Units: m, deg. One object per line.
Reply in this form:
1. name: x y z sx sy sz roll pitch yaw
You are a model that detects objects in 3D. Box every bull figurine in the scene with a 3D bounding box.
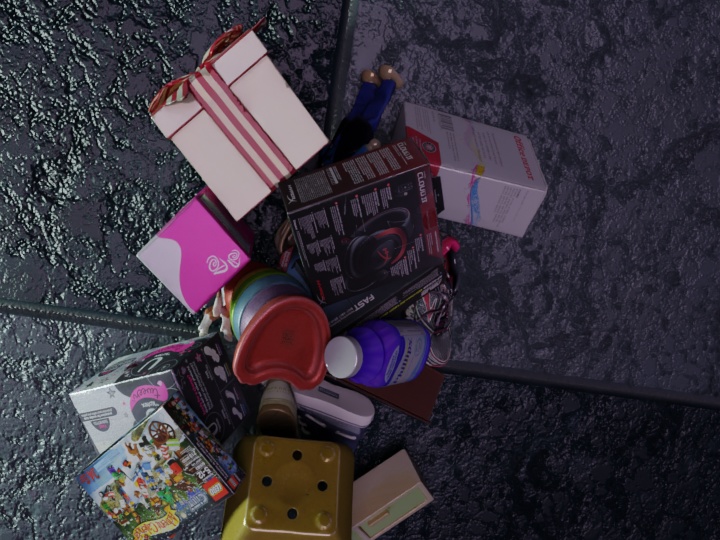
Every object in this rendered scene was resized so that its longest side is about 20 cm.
1. bull figurine: -0.135 0.086 0.954 0.197 0.123 0.065 34 139 -5

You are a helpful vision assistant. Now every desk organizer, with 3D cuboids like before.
1. desk organizer: 0.030 0.151 0.971 0.198 0.071 0.079 32 76 -33

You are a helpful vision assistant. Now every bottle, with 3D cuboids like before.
1. bottle: 0.024 0.105 0.837 0.064 0.198 0.086 23 97 28

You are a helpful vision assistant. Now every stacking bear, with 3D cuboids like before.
1. stacking bear: -0.122 0.050 0.841 0.118 0.199 0.117 12 104 -29

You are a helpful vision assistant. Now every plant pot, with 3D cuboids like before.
1. plant pot: -0.095 0.324 0.882 0.187 0.200 0.203 6 142 -6

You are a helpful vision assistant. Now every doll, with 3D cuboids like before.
1. doll: -0.014 -0.182 0.903 0.048 0.135 0.204 37 72 -34

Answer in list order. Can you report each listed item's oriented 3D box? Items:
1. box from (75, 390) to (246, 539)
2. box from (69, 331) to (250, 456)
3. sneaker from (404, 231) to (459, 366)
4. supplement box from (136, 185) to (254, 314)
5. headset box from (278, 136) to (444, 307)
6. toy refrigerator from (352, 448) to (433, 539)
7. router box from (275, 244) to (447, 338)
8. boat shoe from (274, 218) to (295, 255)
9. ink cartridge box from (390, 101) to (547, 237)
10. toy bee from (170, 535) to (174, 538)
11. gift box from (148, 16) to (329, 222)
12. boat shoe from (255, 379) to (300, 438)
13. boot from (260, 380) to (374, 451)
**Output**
1. box: -0.256 0.261 0.835 0.198 0.038 0.138 -38 95 25
2. box: -0.275 0.182 0.901 0.195 0.115 0.136 -15 104 25
3. sneaker: 0.110 0.045 0.972 0.079 0.074 0.207 -16 106 -39
4. supplement box: -0.208 -0.036 0.865 0.101 0.200 0.104 -41 103 3
5. headset box: 0.013 -0.060 0.810 0.194 0.076 0.152 -20 129 -5
6. toy refrigerator: 0.012 0.373 1.024 0.197 0.071 0.077 -32 136 0
7. router box: 0.000 0.000 0.908 0.197 0.063 0.151 -33 61 -13
8. boat shoe: -0.047 -0.095 0.944 0.071 0.065 0.202 37 94 -12
9. ink cartridge box: 0.142 -0.140 0.913 0.194 0.150 0.087 14 130 -10
10. toy bee: -0.296 0.324 0.944 0.129 0.195 0.113 20 69 -49
11. gift box: -0.150 -0.197 0.848 0.183 0.200 0.188 -40 102 -3
12. boat shoe: -0.120 0.222 0.961 0.070 0.065 0.203 2 143 -2
13. boot: -0.081 0.210 0.998 0.195 0.073 0.092 26 116 0
